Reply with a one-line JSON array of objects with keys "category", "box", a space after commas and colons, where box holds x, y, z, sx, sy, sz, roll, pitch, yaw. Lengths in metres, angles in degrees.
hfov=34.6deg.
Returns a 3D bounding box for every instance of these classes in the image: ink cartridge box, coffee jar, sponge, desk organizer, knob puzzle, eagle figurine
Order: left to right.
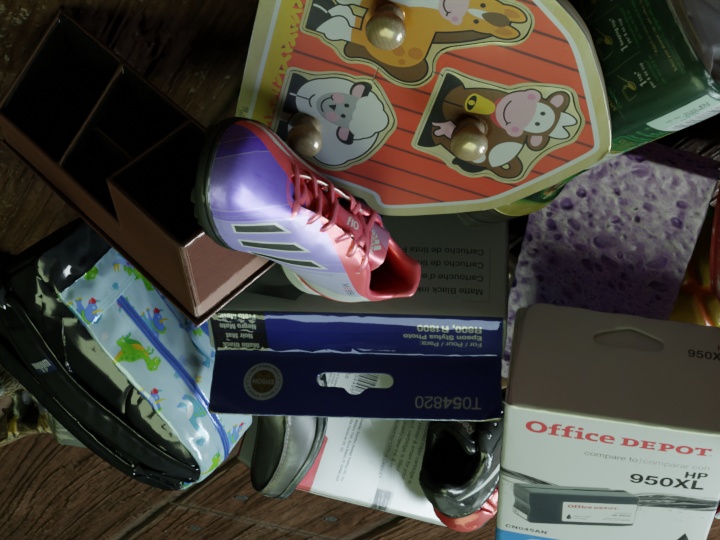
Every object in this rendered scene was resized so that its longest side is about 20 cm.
[{"category": "eagle figurine", "box": [-0.338, 0.073, 1.057, 0.151, 0.151, 0.201, -32, 115, -13]}, {"category": "desk organizer", "box": [-0.141, -0.067, 0.701, 0.200, 0.072, 0.077, 40, 155, 24]}, {"category": "ink cartridge box", "box": [0.000, 0.000, 0.778, 0.198, 0.201, 0.041, 0, 150, 6]}, {"category": "ink cartridge box", "box": [0.010, 0.135, 1.047, 0.199, 0.145, 0.084, 20, 177, -24]}, {"category": "knob puzzle", "box": [0.037, -0.088, 0.606, 0.218, 0.031, 0.220, 7, 139, 6]}, {"category": "coffee jar", "box": [0.122, -0.104, 0.674, 0.085, 0.105, 0.200, -14, 170, -45]}, {"category": "sponge", "box": [0.162, 0.002, 0.790, 0.111, 0.030, 0.201, 18, 125, 13]}, {"category": "ink cartridge box", "box": [0.167, 0.124, 0.784, 0.144, 0.084, 0.201, 6, 139, 10]}]

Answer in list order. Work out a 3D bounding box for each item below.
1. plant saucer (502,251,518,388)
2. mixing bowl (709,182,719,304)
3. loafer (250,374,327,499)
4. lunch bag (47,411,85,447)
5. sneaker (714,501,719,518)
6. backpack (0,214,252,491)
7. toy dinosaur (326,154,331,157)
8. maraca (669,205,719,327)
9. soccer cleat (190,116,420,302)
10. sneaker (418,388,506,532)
[{"category": "plant saucer", "box": [0.061, 0.031, 0.915, 0.199, 0.030, 0.201, 22, 146, 16]}, {"category": "mixing bowl", "box": [0.283, -0.025, 0.726, 0.108, 0.201, 0.200, 9, 154, 24]}, {"category": "loafer", "box": [-0.063, 0.088, 0.913, 0.072, 0.201, 0.073, 5, -163, -32]}, {"category": "lunch bag", "box": [-0.173, 0.074, 0.988, 0.167, 0.140, 0.200, 11, 150, -9]}, {"category": "sneaker", "box": [0.264, 0.129, 0.718, 0.071, 0.113, 0.200, 12, -166, 15]}, {"category": "backpack", "box": [-0.162, 0.062, 0.806, 0.163, 0.154, 0.201, -24, 100, 47]}, {"category": "toy dinosaur", "box": [0.002, -0.128, 0.677, 0.199, 0.103, 0.077, -26, 127, 28]}, {"category": "maraca", "box": [0.214, 0.024, 0.868, 0.137, 0.107, 0.200, 38, 131, -5]}, {"category": "soccer cleat", "box": [-0.024, -0.027, 0.623, 0.073, 0.069, 0.200, 13, 168, 21]}, {"category": "sneaker", "box": [0.113, 0.125, 0.995, 0.071, 0.201, 0.098, 25, 170, 38]}]
